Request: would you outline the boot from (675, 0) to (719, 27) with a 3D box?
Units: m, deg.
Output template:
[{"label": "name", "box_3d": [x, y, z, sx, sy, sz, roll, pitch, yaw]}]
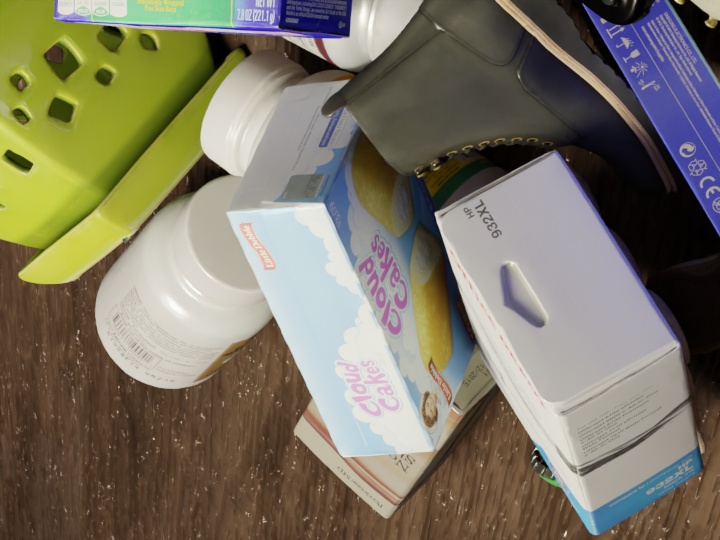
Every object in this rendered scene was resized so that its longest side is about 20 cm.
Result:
[{"label": "boot", "box_3d": [0.231, -0.112, 1.472, 0.154, 0.072, 0.200, 37, 150, 20]}]

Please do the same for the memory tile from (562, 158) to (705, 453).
[{"label": "memory tile", "box_3d": [0.163, 0.027, 1.705, 0.154, 0.017, 0.200, 59, 175, 26]}]

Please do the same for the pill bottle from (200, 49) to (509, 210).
[{"label": "pill bottle", "box_3d": [-0.003, -0.060, 1.811, 0.200, 0.113, 0.113, 34, 149, 22]}]

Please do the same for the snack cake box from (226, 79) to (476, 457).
[{"label": "snack cake box", "box_3d": [0.000, 0.000, 1.657, 0.067, 0.115, 0.201, -4, 131, 25]}]

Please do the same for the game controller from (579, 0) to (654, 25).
[{"label": "game controller", "box_3d": [0.097, -0.214, 1.498, 0.200, 0.042, 0.105, 44, 151, 42]}]

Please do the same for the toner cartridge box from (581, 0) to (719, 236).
[{"label": "toner cartridge box", "box_3d": [0.187, -0.068, 1.493, 0.095, 0.043, 0.201, 46, -165, -57]}]

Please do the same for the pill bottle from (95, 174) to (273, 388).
[{"label": "pill bottle", "box_3d": [-0.115, 0.005, 2.044, 0.114, 0.114, 0.200, 47, 152, 0]}]

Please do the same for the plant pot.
[{"label": "plant pot", "box_3d": [-0.203, -0.114, 1.935, 0.181, 0.200, 0.199, 44, 152, -8]}]

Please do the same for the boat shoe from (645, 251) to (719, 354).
[{"label": "boat shoe", "box_3d": [0.244, 0.008, 1.609, 0.200, 0.072, 0.072, -13, 101, 65]}]

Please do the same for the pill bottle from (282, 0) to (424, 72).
[{"label": "pill bottle", "box_3d": [-0.017, -0.188, 1.665, 0.199, 0.114, 0.115, 29, 147, 29]}]

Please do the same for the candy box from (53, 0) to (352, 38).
[{"label": "candy box", "box_3d": [-0.086, -0.238, 1.595, 0.168, 0.077, 0.201, 5, 93, 34]}]

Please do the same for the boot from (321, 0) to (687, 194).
[{"label": "boot", "box_3d": [0.083, -0.082, 1.603, 0.200, 0.138, 0.078, 45, -175, -25]}]

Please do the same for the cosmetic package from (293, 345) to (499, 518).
[{"label": "cosmetic package", "box_3d": [0.034, 0.082, 1.968, 0.103, 0.087, 0.200, 41, 151, 8]}]

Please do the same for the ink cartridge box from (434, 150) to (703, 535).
[{"label": "ink cartridge box", "box_3d": [0.123, 0.045, 1.616, 0.145, 0.083, 0.200, 60, 177, 26]}]

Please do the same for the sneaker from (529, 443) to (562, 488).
[{"label": "sneaker", "box_3d": [0.163, 0.108, 1.793, 0.085, 0.078, 0.200, 35, -171, 1]}]
